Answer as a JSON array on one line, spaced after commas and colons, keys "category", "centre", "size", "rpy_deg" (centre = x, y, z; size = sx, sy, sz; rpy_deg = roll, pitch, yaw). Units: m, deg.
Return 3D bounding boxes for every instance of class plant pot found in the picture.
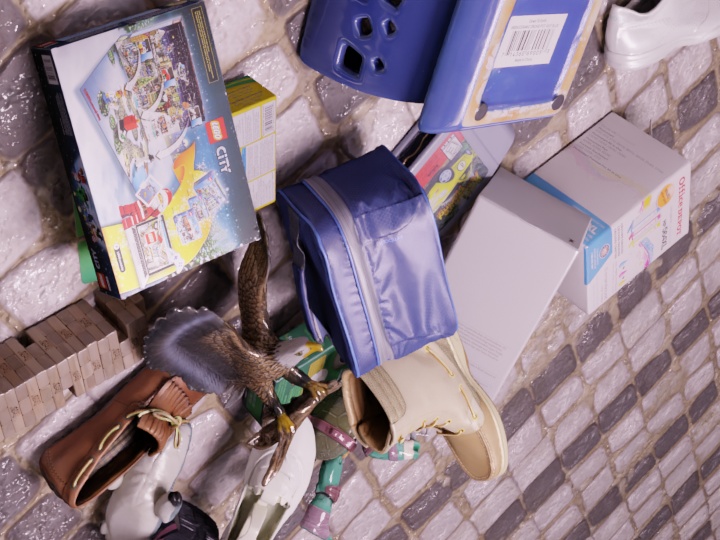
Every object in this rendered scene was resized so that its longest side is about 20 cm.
[{"category": "plant pot", "centre": [0.091, -0.232, 1.212], "size": [0.199, 0.180, 0.201], "rpy_deg": [-12, 132, -43]}]

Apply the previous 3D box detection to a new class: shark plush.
[{"category": "shark plush", "centre": [-0.212, 0.245, 1.418], "size": [0.083, 0.090, 0.201], "rpy_deg": [-55, 159, -58]}]

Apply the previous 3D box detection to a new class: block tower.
[{"category": "block tower", "centre": [-0.269, 0.083, 1.201], "size": [0.200, 0.054, 0.058], "rpy_deg": [-32, 142, -27]}]

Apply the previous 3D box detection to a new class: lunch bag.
[{"category": "lunch bag", "centre": [0.000, 0.000, 1.331], "size": [0.132, 0.136, 0.201], "rpy_deg": [-22, 121, -11]}]

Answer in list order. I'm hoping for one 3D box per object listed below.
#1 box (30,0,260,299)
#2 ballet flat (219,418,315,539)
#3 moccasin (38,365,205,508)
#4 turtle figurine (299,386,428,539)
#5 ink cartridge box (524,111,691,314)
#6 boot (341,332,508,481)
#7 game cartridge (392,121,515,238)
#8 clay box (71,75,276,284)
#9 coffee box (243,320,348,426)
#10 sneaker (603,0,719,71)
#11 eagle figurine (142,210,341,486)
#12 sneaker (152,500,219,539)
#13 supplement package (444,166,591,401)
[{"category": "box", "centre": [-0.163, -0.096, 1.096], "size": [0.136, 0.038, 0.201], "rpy_deg": [-25, 113, -33]}, {"category": "ballet flat", "centre": [-0.098, 0.241, 1.438], "size": [0.069, 0.069, 0.201], "rpy_deg": [5, 114, -51]}, {"category": "moccasin", "centre": [-0.203, 0.145, 1.314], "size": [0.201, 0.078, 0.074], "rpy_deg": [-35, 141, -25]}, {"category": "turtle figurine", "centre": [-0.023, 0.180, 1.507], "size": [0.101, 0.149, 0.201], "rpy_deg": [42, 77, -43]}, {"category": "ink cartridge box", "centre": [0.290, -0.075, 1.644], "size": [0.200, 0.125, 0.129], "rpy_deg": [-37, 144, -19]}, {"category": "boot", "centre": [0.066, 0.155, 1.438], "size": [0.155, 0.073, 0.201], "rpy_deg": [-36, 108, -45]}, {"category": "game cartridge", "centre": [0.077, -0.097, 1.455], "size": [0.200, 0.041, 0.133], "rpy_deg": [-50, 151, -1]}, {"category": "clay box", "centre": [-0.162, -0.076, 1.181], "size": [0.199, 0.048, 0.115], "rpy_deg": [-26, 138, -31]}, {"category": "coffee box", "centre": [-0.028, 0.078, 1.463], "size": [0.200, 0.044, 0.123], "rpy_deg": [-32, 160, -24]}, {"category": "sneaker", "centre": [0.353, -0.298, 1.562], "size": [0.199, 0.075, 0.089], "rpy_deg": [-31, 130, -26]}, {"category": "eagle figurine", "centre": [-0.099, 0.063, 1.268], "size": [0.150, 0.152, 0.200], "rpy_deg": [-30, 117, 13]}, {"category": "sneaker", "centre": [-0.188, 0.304, 1.416], "size": [0.082, 0.070, 0.200], "rpy_deg": [-54, -175, 7]}, {"category": "supplement package", "centre": [0.147, 0.013, 1.519], "size": [0.201, 0.121, 0.120], "rpy_deg": [-63, 174, 25]}]
